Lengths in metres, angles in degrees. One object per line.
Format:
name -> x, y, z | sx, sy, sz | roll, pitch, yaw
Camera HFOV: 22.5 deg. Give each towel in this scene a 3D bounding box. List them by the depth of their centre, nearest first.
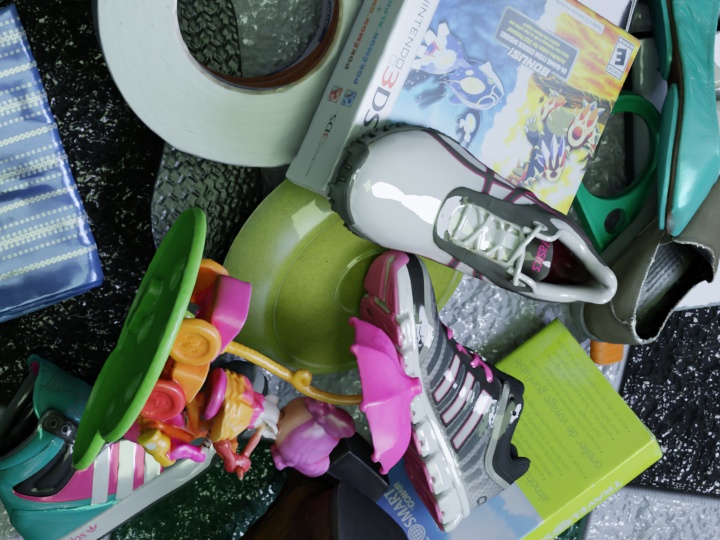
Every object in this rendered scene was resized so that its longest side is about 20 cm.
towel -> -0.263, -0.058, 1.189 | 0.144, 0.024, 0.201 | -19, 107, -8

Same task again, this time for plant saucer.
plant saucer -> 0.000, 0.000, 1.206 | 0.200, 0.031, 0.200 | -20, 138, -20

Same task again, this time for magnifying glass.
magnifying glass -> 0.174, -0.028, 1.261 | 0.079, 0.022, 0.201 | -12, 114, -23

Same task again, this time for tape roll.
tape roll -> -0.068, -0.167, 1.137 | 0.200, 0.066, 0.201 | -2, 104, -9

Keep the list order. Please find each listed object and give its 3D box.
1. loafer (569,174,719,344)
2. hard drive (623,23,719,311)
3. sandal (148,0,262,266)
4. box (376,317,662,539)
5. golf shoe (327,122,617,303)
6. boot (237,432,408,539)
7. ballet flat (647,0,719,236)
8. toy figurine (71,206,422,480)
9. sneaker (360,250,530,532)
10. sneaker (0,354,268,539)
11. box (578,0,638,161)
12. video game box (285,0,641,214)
loafer -> 0.229, -0.024, 1.237 | 0.075, 0.070, 0.200 | 37, 90, -35
hard drive -> 0.258, -0.074, 1.297 | 0.139, 0.033, 0.201 | -7, 106, -11
sandal -> -0.105, -0.090, 1.209 | 0.075, 0.048, 0.201 | -1, 92, -11
box -> 0.096, 0.140, 1.271 | 0.200, 0.122, 0.048 | -36, 150, -1
golf shoe -> 0.072, -0.031, 1.085 | 0.200, 0.088, 0.077 | 19, 97, -38
boot -> -0.066, 0.210, 1.201 | 0.200, 0.188, 0.068 | -44, 113, 10
ballet flat -> 0.229, -0.121, 1.201 | 0.070, 0.067, 0.201 | 0, 73, 2
toy figurine -> -0.060, 0.081, 1.126 | 0.184, 0.150, 0.200 | 23, 128, -15
sneaker -> 0.061, 0.071, 1.203 | 0.087, 0.074, 0.200 | -21, 110, -14
sneaker -> -0.171, 0.096, 1.222 | 0.200, 0.084, 0.121 | -36, 118, -1
box -> 0.082, -0.172, 1.224 | 0.199, 0.049, 0.162 | 11, 104, -14
video game box -> 0.070, -0.103, 1.142 | 0.200, 0.047, 0.183 | 23, 93, -40
